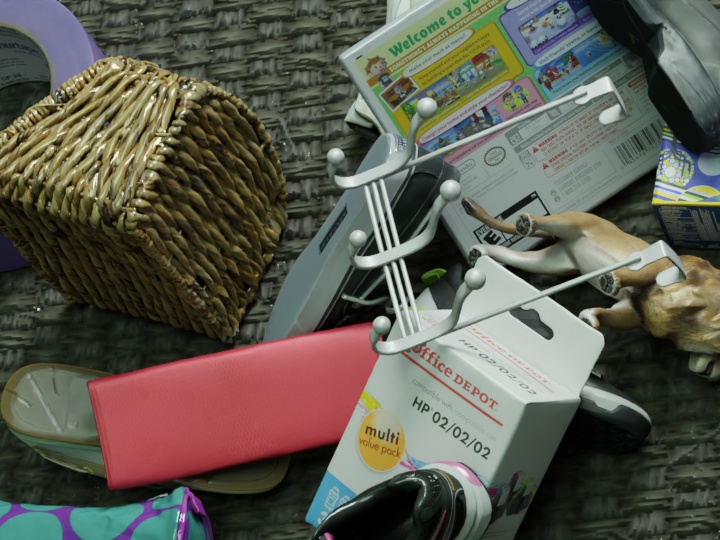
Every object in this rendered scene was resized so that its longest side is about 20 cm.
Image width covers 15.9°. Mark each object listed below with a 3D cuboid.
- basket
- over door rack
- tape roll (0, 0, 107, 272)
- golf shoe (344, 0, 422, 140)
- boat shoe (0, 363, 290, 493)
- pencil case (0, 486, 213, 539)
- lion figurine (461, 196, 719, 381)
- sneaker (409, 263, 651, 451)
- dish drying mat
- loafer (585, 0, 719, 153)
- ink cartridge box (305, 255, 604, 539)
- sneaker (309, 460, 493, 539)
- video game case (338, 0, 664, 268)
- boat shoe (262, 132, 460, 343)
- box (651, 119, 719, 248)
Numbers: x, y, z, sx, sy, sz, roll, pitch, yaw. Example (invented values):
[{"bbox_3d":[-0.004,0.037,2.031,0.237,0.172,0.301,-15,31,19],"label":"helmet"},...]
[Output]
[{"bbox_3d":[-0.155,-0.062,1.782,0.149,0.200,0.143,14,70,26],"label":"basket"},{"bbox_3d":[0.086,-0.042,1.616,0.199,0.067,0.148,-15,56,2],"label":"over door rack"},{"bbox_3d":[-0.273,-0.105,1.919,0.199,0.085,0.201,-9,61,17],"label":"tape roll"},{"bbox_3d":[0.026,-0.140,1.835,0.097,0.078,0.201,-20,57,16],"label":"golf shoe"},{"bbox_3d":[-0.144,0.112,1.764,0.199,0.066,0.074,16,69,5],"label":"boat shoe"},{"bbox_3d":[-0.194,0.190,1.731,0.199,0.085,0.093,-3,61,20],"label":"pencil case"},{"bbox_3d":[0.167,-0.001,1.696,0.200,0.122,0.073,43,126,38],"label":"lion figurine"},{"bbox_3d":[0.113,0.047,1.702,0.200,0.072,0.083,25,71,29],"label":"sneaker"},{"bbox_3d":[-0.077,0.090,1.720,0.199,0.018,0.077,-12,83,-2],"label":"dish drying mat"},{"bbox_3d":[0.200,-0.175,1.701,0.072,0.073,0.200,-28,81,-11],"label":"loafer"},{"bbox_3d":[0.059,0.102,1.641,0.115,0.068,0.201,35,110,31],"label":"ink cartridge box"},{"bbox_3d":[-0.017,0.183,1.573,0.200,0.086,0.080,-47,65,9],"label":"sneaker"},{"bbox_3d":[0.116,-0.123,1.754,0.200,0.022,0.182,-33,97,-1],"label":"video game case"},{"bbox_3d":[0.000,-0.002,1.750,0.200,0.068,0.074,-59,19,22],"label":"boat shoe"},{"bbox_3d":[0.297,-0.056,1.693,0.199,0.064,0.070,2,64,21],"label":"box"}]
